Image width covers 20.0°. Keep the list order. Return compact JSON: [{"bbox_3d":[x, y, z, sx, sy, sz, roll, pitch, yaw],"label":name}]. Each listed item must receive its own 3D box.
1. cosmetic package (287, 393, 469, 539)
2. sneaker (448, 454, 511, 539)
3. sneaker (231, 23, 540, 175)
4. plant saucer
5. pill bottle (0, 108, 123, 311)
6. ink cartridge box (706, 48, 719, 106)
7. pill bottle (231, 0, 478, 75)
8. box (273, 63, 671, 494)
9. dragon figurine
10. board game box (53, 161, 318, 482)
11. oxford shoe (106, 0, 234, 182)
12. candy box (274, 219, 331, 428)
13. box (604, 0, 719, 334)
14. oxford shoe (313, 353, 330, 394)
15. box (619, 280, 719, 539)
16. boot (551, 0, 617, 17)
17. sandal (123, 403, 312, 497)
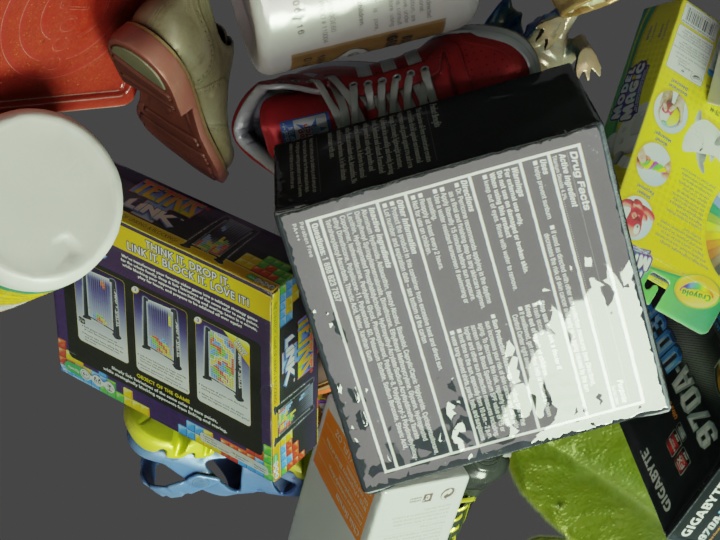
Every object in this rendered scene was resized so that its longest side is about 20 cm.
[{"bbox_3d":[0.005,0.188,1.484,0.071,0.102,0.200,-8,134,-26],"label":"cosmetic package"},{"bbox_3d":[0.061,0.173,1.531,0.074,0.085,0.200,3,165,-18],"label":"sneaker"},{"bbox_3d":[0.010,-0.105,1.301,0.200,0.112,0.071,-8,103,36],"label":"sneaker"},{"bbox_3d":[-0.181,-0.168,1.250,0.200,0.037,0.200,-11,137,-47],"label":"plant saucer"},{"bbox_3d":[-0.235,-0.031,1.308,0.113,0.113,0.200,19,164,-22],"label":"pill bottle"},{"bbox_3d":[0.305,-0.152,1.347,0.116,0.067,0.201,12,96,-18],"label":"ink cartridge box"},{"bbox_3d":[0.019,-0.199,1.276,0.199,0.114,0.115,-14,128,-8],"label":"pill bottle"},{"bbox_3d":[0.068,0.004,1.256,0.198,0.123,0.200,-15,114,4],"label":"box"},{"bbox_3d":[0.112,-0.144,1.373,0.059,0.099,0.200,26,99,-25],"label":"dragon figurine"},{"bbox_3d":[-0.121,0.031,1.391,0.200,0.057,0.166,25,131,27],"label":"board game box"},{"bbox_3d":[-0.103,-0.120,1.323,0.075,0.070,0.200,-53,165,-14],"label":"oxford shoe"},{"bbox_3d":[0.031,0.038,1.488,0.199,0.072,0.168,3,126,-11],"label":"candy box"},{"bbox_3d":[0.217,-0.067,1.381,0.117,0.200,0.048,28,161,-27],"label":"box"},{"bbox_3d":[0.000,0.000,1.362,0.072,0.071,0.200,20,119,-29],"label":"oxford shoe"},{"bbox_3d":[0.250,0.074,1.473,0.046,0.200,0.159,16,123,-24],"label":"box"},{"bbox_3d":[0.161,-0.275,1.210,0.175,0.066,0.200,-24,83,20],"label":"boot"},{"bbox_3d":[-0.088,0.139,1.547,0.199,0.080,0.087,12,135,-12],"label":"sandal"}]
